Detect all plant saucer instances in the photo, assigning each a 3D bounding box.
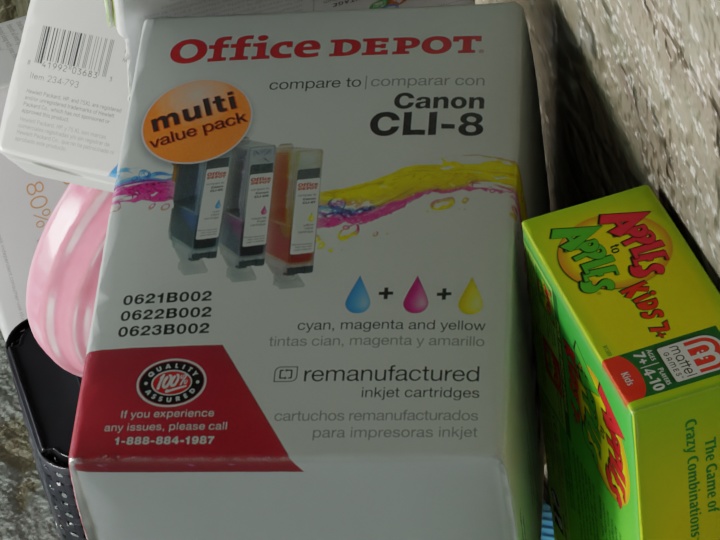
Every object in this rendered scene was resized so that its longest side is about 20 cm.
[{"bbox_3d":[-0.069,-0.016,1.384,0.051,0.200,0.201,46,158,27],"label":"plant saucer"}]

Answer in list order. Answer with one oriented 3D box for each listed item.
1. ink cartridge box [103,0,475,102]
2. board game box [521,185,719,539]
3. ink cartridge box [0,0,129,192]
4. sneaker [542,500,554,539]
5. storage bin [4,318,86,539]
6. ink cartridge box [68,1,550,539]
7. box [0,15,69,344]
[{"bbox_3d":[-0.031,-0.133,1.053,0.200,0.147,0.076,96,157,-67],"label":"ink cartridge box"},{"bbox_3d":[0.100,0.083,0.956,0.102,0.047,0.201,-117,14,-49],"label":"board game box"},{"bbox_3d":[-0.080,-0.133,1.271,0.067,0.115,0.201,47,-124,-81],"label":"ink cartridge box"},{"bbox_3d":[0.041,0.114,1.284,0.200,0.076,0.081,-118,13,-60],"label":"sneaker"},{"bbox_3d":[-0.079,0.075,1.536,0.135,0.199,0.094,-118,13,-51],"label":"storage bin"},{"bbox_3d":[-0.009,0.025,0.999,0.145,0.144,0.201,79,-168,-50],"label":"ink cartridge box"},{"bbox_3d":[-0.130,-0.069,1.599,0.106,0.199,0.153,-128,23,-63],"label":"box"}]
